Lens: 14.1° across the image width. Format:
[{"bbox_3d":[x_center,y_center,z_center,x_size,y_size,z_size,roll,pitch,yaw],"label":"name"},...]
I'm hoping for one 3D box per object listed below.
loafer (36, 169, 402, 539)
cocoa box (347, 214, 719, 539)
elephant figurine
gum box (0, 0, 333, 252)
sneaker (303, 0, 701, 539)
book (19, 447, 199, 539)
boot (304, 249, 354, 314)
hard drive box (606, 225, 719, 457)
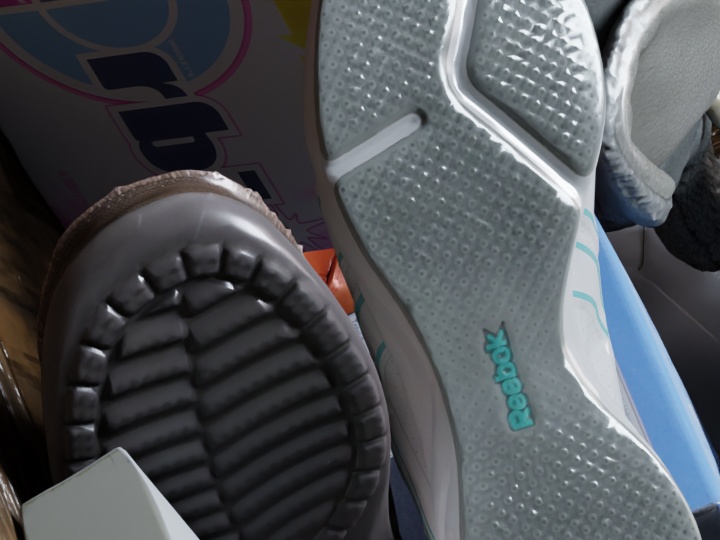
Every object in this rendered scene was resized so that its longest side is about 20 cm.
[{"bbox_3d":[-0.031,0.043,0.660,0.201,0.073,0.071,74,-8,-50],"label":"loafer"},{"bbox_3d":[0.059,0.108,0.869,0.134,0.131,0.200,-109,172,-47],"label":"cocoa box"},{"bbox_3d":[0.064,-0.067,0.888,0.141,0.154,0.201,-139,-142,-68],"label":"elephant figurine"},{"bbox_3d":[-0.047,-0.084,0.718,0.200,0.113,0.066,61,34,-41],"label":"gum box"},{"bbox_3d":[0.024,0.006,0.681,0.080,0.070,0.202,-178,-104,-78],"label":"sneaker"},{"bbox_3d":[-0.003,0.142,0.617,0.200,0.048,0.134,56,6,-49],"label":"book"},{"bbox_3d":[0.000,0.000,0.934,0.200,0.107,0.075,58,11,-41],"label":"boot"},{"bbox_3d":[0.112,0.084,1.060,0.156,0.077,0.200,42,-33,18],"label":"hard drive box"}]
